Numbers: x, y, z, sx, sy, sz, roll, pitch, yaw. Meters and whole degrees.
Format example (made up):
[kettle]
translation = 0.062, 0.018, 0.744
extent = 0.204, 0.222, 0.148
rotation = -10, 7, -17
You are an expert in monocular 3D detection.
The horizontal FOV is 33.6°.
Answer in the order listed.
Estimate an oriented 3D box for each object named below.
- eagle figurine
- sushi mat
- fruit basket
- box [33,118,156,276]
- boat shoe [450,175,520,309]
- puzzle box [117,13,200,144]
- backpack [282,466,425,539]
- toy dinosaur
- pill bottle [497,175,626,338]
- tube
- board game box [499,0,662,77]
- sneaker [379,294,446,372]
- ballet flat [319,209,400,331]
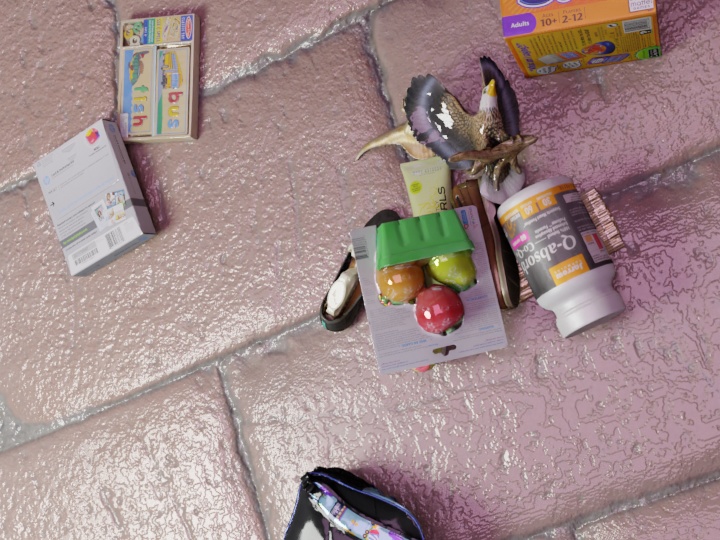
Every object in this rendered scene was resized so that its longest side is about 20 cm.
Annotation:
[eagle figurine]
translation = 0.168, -0.205, 1.662
extent = 0.151, 0.151, 0.200
rotation = -54, 33, 15
[sushi mat]
translation = 0.268, -0.030, 1.692
extent = 0.199, 0.012, 0.096
rotation = -30, 76, 12
[fruit basket]
translation = 0.092, 0.025, 1.620
extent = 0.184, 0.094, 0.202
rotation = -12, 91, -9
[box]
translation = -0.421, -0.113, 1.880
extent = 0.155, 0.041, 0.201
rotation = -28, 77, 23
[boat shoe]
translation = 0.175, -0.034, 1.684
extent = 0.068, 0.072, 0.202
rotation = -17, 67, 19
[puzzle box]
translation = -0.320, -0.303, 1.892
extent = 0.132, 0.025, 0.202
rotation = -2, 83, 16
[backpack]
translation = -0.001, 0.384, 1.661
extent = 0.199, 0.134, 0.184
rotation = 17, 88, 18
[toy dinosaur]
translation = 0.079, -0.211, 1.746
extent = 0.198, 0.058, 0.102
rotation = -2, 84, 16
[pill bottle]
translation = 0.276, -0.018, 1.622
extent = 0.116, 0.116, 0.201
rotation = -27, 77, 12
[tube]
translation = 0.107, -0.068, 1.728
extent = 0.058, 0.052, 0.202
rotation = 0, 75, -28
[board game box]
translation = 0.298, -0.399, 1.627
extent = 0.198, 0.200, 0.202
rotation = -7, 82, 15
[sneaker]
translation = 0.060, 0.056, 1.673
extent = 0.078, 0.090, 0.201
rotation = -29, 99, 18
[ballet flat]
translation = 0.000, 0.000, 1.739
extent = 0.068, 0.068, 0.201
rotation = 27, 92, 19
